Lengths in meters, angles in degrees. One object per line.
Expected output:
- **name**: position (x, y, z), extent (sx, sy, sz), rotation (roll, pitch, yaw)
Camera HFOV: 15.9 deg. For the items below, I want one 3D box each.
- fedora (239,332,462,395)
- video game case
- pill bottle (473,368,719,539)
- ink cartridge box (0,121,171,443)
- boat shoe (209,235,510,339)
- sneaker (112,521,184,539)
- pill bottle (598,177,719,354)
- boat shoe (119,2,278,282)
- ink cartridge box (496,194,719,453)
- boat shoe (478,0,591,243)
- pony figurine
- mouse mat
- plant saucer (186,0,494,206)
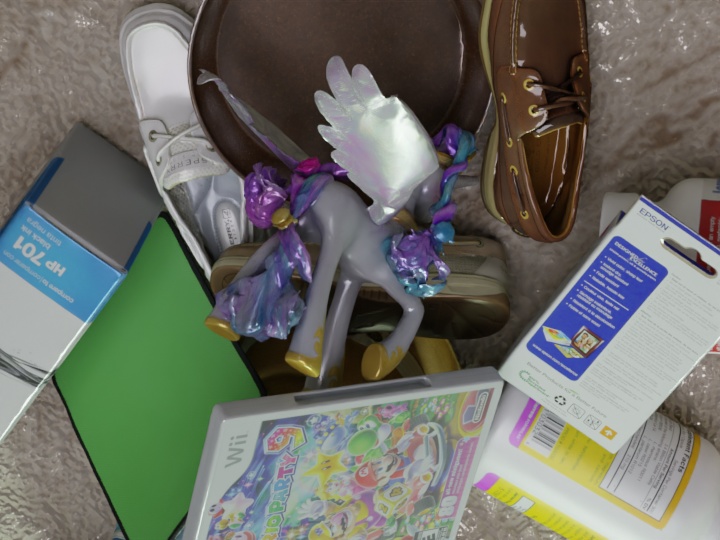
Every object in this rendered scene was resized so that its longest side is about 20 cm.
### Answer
- **fedora**: position (-0.025, 0.097, 1.752), extent (0.199, 0.082, 0.202), rotation (4, 114, 8)
- **video game case**: position (-0.013, 0.131, 1.623), extent (0.199, 0.018, 0.144), rotation (-6, 129, -29)
- **pill bottle**: position (0.169, 0.138, 1.725), extent (0.199, 0.104, 0.105), rotation (30, 115, -4)
- **ink cartridge box**: position (-0.223, 0.021, 1.718), extent (0.086, 0.147, 0.200), rotation (36, 114, -8)
- **boat shoe**: position (0.000, 0.000, 1.700), extent (0.199, 0.065, 0.072), rotation (4, 148, -7)
- **sneaker**: position (-0.093, 0.198, 1.718), extent (0.199, 0.131, 0.080), rotation (-3, 140, 41)
- **pill bottle**: position (0.252, -0.001, 1.647), extent (0.199, 0.112, 0.113), rotation (4, 114, 8)
- **boat shoe**: position (-0.106, -0.077, 1.698), extent (0.070, 0.069, 0.201), rotation (-18, 109, 16)
- **ink cartridge box**: position (0.169, 0.029, 1.601), extent (0.094, 0.037, 0.200), rotation (34, 139, -1)
- **boat shoe**: position (0.119, -0.112, 1.634), extent (0.072, 0.068, 0.201), rotation (-11, 118, -22)
- **pony figurine**: position (-0.015, -0.035, 1.595), extent (0.166, 0.201, 0.193), rotation (11, 159, 47)
- **mouse mat**: position (-0.138, 0.078, 1.723), extent (0.008, 0.200, 0.161), rotation (15, 123, -40)
- **plant saucer**: position (-0.012, -0.135, 1.661), extent (0.199, 0.035, 0.202), rotation (-1, 113, -2)
